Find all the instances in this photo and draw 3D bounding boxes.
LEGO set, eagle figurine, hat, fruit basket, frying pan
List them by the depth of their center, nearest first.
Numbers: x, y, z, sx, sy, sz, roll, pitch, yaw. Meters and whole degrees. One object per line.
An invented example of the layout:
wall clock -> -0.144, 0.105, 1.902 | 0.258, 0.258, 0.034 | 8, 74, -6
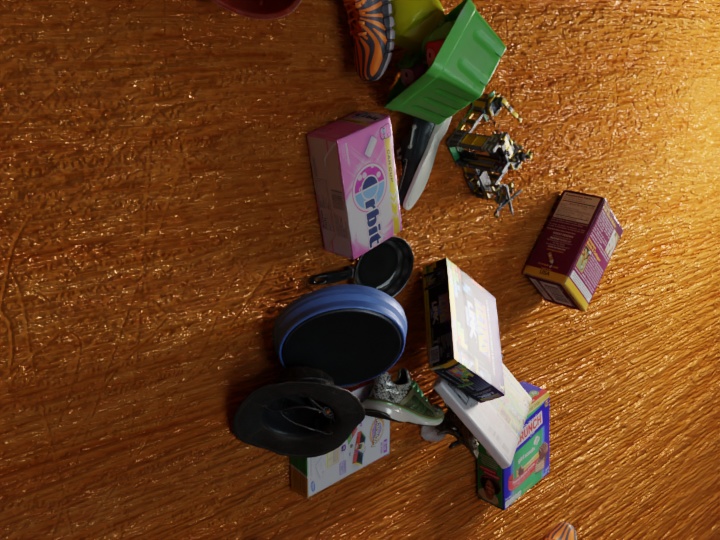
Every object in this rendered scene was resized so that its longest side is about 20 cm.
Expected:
hat -> -0.092, 0.191, 1.436 | 0.201, 0.200, 0.081 | 52, 25, -44
fruit basket -> 0.089, -0.332, 1.443 | 0.216, 0.215, 0.156 | 45, 68, -46
frying pan -> 0.004, 0.014, 1.554 | 0.190, 0.031, 0.115 | -28, 126, -21
LEGO set -> 0.247, -0.203, 1.693 | 0.154, 0.116, 0.200 | -47, 134, -28
eagle figurine -> 0.211, 0.247, 1.824 | 0.152, 0.151, 0.200 | -52, -168, 38

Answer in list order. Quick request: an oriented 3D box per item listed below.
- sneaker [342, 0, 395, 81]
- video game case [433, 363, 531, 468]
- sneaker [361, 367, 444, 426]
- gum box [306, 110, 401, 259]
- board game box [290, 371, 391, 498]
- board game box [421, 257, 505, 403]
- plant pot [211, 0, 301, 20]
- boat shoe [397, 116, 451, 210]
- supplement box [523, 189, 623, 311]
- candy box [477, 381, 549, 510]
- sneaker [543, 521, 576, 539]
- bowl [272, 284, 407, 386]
sneaker -> -0.012, -0.370, 1.384 | 0.112, 0.077, 0.201 | -6, 102, -40
video game case -> 0.219, 0.218, 1.730 | 0.200, 0.023, 0.182 | 49, 38, -13
sneaker -> 0.081, 0.207, 1.618 | 0.200, 0.077, 0.089 | 18, 80, -53
gum box -> -0.005, -0.124, 1.467 | 0.113, 0.066, 0.201 | -30, 124, -38
board game box -> -0.030, 0.259, 1.590 | 0.200, 0.040, 0.154 | -18, 115, -45
board game box -> 0.176, 0.103, 1.674 | 0.165, 0.057, 0.201 | 34, 43, -41
plant pot -> -0.108, -0.439, 1.161 | 0.196, 0.200, 0.201 | -60, 139, -28
boat shoe -> 0.091, -0.195, 1.565 | 0.076, 0.060, 0.201 | 63, 49, -74
supplement box -> 0.430, -0.040, 1.972 | 0.131, 0.103, 0.201 | 44, 70, -47
candy box -> 0.311, 0.352, 1.988 | 0.169, 0.077, 0.201 | -26, 120, -41
sneaker -> 0.413, 0.638, 2.191 | 0.200, 0.077, 0.112 | -55, 138, -21
bowl -> -0.028, 0.101, 1.436 | 0.201, 0.200, 0.039 | 52, 20, -44
